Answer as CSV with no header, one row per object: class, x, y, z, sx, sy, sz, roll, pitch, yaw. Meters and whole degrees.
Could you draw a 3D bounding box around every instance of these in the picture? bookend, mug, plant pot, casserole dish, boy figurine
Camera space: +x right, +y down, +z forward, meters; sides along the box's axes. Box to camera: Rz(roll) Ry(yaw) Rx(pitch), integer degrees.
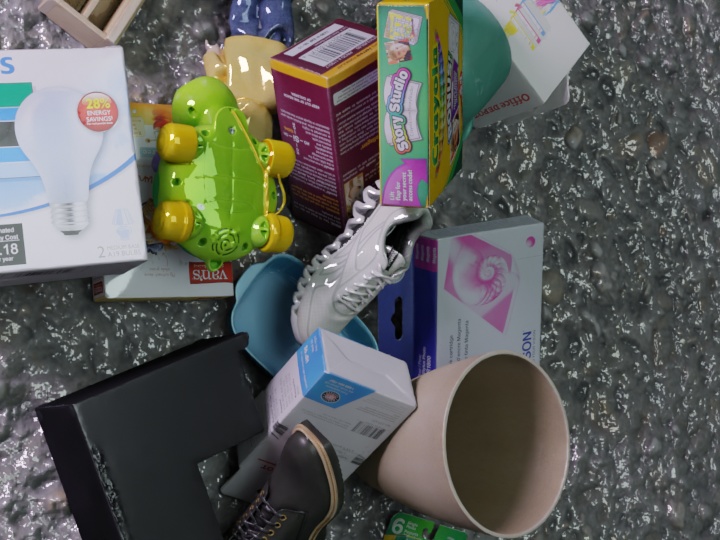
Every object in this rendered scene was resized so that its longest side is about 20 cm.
bookend,-0.180,0.187,1.230,0.200,0.092,0.199,-23,97,-37
mug,0.089,-0.220,1.450,0.185,0.152,0.114,50,58,-17
plant pot,0.085,0.185,1.343,0.187,0.200,0.188,8,78,-40
casserole dish,-0.066,0.073,1.362,0.200,0.039,0.121,46,60,-21
boy figurine,-0.107,-0.213,1.358,0.124,0.064,0.200,4,80,-2

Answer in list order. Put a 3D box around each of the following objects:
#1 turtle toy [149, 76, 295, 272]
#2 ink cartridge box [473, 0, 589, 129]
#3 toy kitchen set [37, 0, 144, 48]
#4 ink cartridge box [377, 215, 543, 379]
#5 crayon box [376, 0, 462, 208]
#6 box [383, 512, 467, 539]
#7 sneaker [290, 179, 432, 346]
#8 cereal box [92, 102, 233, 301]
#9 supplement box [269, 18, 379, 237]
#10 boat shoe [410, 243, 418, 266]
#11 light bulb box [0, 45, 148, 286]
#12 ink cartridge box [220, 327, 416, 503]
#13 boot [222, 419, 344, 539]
turtle toy,-0.146,-0.096,1.246,0.146,0.101,0.200,7,78,-33
ink cartridge box,0.166,-0.278,1.529,0.200,0.128,0.125,50,58,-19
toy kitchen set,-0.173,-0.303,1.252,0.163,0.200,0.181,38,63,-23
ink cartridge box,0.115,0.048,1.431,0.200,0.043,0.197,-10,110,-27
crayon box,0.064,-0.182,1.294,0.173,0.058,0.200,-52,143,-67
box,0.068,0.376,1.398,0.117,0.048,0.200,22,68,-30
sneaker,0.000,0.000,1.320,0.075,0.081,0.200,35,87,-46
cereal box,-0.204,-0.068,1.288,0.144,0.040,0.200,-1,83,-34
supplement box,-0.019,-0.149,1.349,0.110,0.086,0.200,-36,136,-34
boat shoe,0.089,0.006,1.460,0.200,0.071,0.091,-7,85,-36
light bulb box,-0.310,-0.091,1.149,0.198,0.125,0.200,-7,86,-24
ink cartridge box,-0.050,0.160,1.300,0.116,0.200,0.067,24,33,-30
boot,-0.095,0.246,1.232,0.138,0.077,0.200,-23,139,-32
